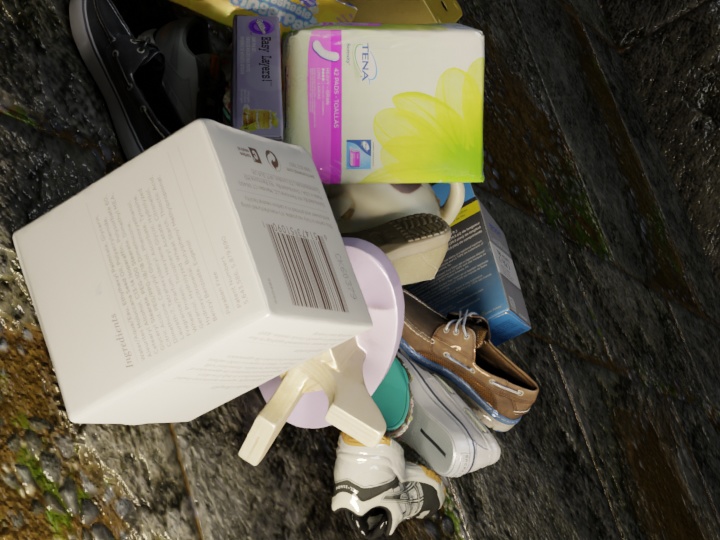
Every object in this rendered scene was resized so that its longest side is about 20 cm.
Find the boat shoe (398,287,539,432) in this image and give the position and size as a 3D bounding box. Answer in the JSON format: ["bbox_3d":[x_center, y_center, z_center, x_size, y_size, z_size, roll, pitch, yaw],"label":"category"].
[{"bbox_3d":[0.105,0.078,1.623,0.200,0.072,0.072,40,33,-5],"label":"boat shoe"}]

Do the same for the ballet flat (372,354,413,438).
[{"bbox_3d":[0.007,0.101,1.555,0.075,0.064,0.201,-2,48,-15],"label":"ballet flat"}]

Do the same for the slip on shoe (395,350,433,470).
[{"bbox_3d":[0.065,0.148,1.648,0.201,0.074,0.061,-84,171,-46],"label":"slip on shoe"}]

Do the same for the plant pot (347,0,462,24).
[{"bbox_3d":[0.012,-0.324,1.925,0.201,0.176,0.200,57,23,-9],"label":"plant pot"}]

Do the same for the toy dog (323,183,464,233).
[{"bbox_3d":[-0.006,-0.087,1.611,0.200,0.193,0.140,56,31,-35],"label":"toy dog"}]

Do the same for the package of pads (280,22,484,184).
[{"bbox_3d":[0.022,-0.163,1.494,0.068,0.199,0.156,-153,-117,-75],"label":"package of pads"}]

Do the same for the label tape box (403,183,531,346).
[{"bbox_3d":[0.102,0.004,1.784,0.063,0.144,0.201,33,36,-49],"label":"label tape box"}]

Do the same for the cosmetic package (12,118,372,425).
[{"bbox_3d":[-0.131,0.008,1.210,0.165,0.199,0.166,11,55,-62],"label":"cosmetic package"}]

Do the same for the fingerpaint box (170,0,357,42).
[{"bbox_3d":[-0.117,-0.282,1.566,0.199,0.074,0.167,22,11,-16],"label":"fingerpaint box"}]

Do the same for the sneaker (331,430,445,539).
[{"bbox_3d":[0.019,0.219,1.484,0.200,0.075,0.088,42,57,-56],"label":"sneaker"}]

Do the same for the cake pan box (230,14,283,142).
[{"bbox_3d":[-0.102,-0.111,1.480,0.185,0.052,0.201,-92,-175,-46],"label":"cake pan box"}]

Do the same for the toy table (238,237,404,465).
[{"bbox_3d":[-0.044,0.078,1.347,0.183,0.201,0.117,21,29,12],"label":"toy table"}]

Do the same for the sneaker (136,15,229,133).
[{"bbox_3d":[-0.163,-0.161,1.496,0.074,0.079,0.201,22,46,-58],"label":"sneaker"}]

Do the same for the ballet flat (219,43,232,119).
[{"bbox_3d":[-0.110,-0.233,1.689,0.076,0.064,0.201,45,28,-24],"label":"ballet flat"}]

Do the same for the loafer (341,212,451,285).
[{"bbox_3d":[0.000,0.000,1.556,0.076,0.199,0.069,-122,-158,-59],"label":"loafer"}]

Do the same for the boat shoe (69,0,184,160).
[{"bbox_3d":[-0.208,-0.182,1.436,0.070,0.066,0.201,9,56,-62],"label":"boat shoe"}]

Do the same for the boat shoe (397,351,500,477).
[{"bbox_3d":[0.069,0.145,1.571,0.066,0.074,0.200,2,32,-34],"label":"boat shoe"}]
